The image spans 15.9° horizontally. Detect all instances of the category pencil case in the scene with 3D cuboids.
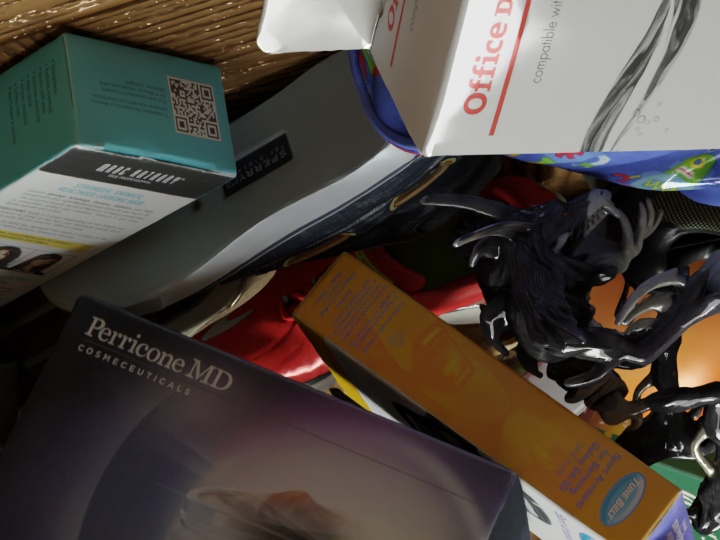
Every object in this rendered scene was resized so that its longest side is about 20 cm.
[{"bbox_3d":[0.089,-0.073,0.996,0.200,0.078,0.087,7,171,-43],"label":"pencil case"}]

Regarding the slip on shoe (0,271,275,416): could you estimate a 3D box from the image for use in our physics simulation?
[{"bbox_3d":[-0.126,0.018,1.183,0.200,0.076,0.061,-27,167,27],"label":"slip on shoe"}]

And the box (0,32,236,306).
[{"bbox_3d":[-0.147,-0.030,1.050,0.082,0.049,0.200,9,154,-44],"label":"box"}]

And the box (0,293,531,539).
[{"bbox_3d":[-0.061,0.145,1.043,0.200,0.199,0.123,21,163,13],"label":"box"}]

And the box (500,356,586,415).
[{"bbox_3d":[0.031,0.102,1.276,0.144,0.036,0.200,-41,-179,-11],"label":"box"}]

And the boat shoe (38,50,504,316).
[{"bbox_3d":[-0.036,-0.025,1.081,0.200,0.071,0.091,-24,156,26],"label":"boat shoe"}]

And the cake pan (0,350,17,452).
[{"bbox_3d":[-0.236,0.040,1.100,0.200,0.037,0.200,11,-178,0],"label":"cake pan"}]

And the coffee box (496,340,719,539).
[{"bbox_3d":[0.155,0.104,1.410,0.200,0.044,0.123,18,159,31],"label":"coffee box"}]

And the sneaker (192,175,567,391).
[{"bbox_3d":[0.000,0.000,1.183,0.200,0.077,0.085,-22,163,3],"label":"sneaker"}]

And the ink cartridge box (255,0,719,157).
[{"bbox_3d":[0.076,-0.102,0.855,0.200,0.068,0.116,-3,129,-19],"label":"ink cartridge box"}]

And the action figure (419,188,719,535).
[{"bbox_3d":[0.109,0.017,1.055,0.102,0.119,0.200,-44,127,-3],"label":"action figure"}]

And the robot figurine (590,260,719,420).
[{"bbox_3d":[0.172,0.022,1.262,0.144,0.117,0.200,18,-177,40],"label":"robot figurine"}]

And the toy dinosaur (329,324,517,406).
[{"bbox_3d":[0.031,0.039,1.330,0.101,0.058,0.200,-19,160,22],"label":"toy dinosaur"}]

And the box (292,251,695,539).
[{"bbox_3d":[0.069,0.077,1.081,0.041,0.200,0.119,-53,160,-9],"label":"box"}]

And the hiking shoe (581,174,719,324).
[{"bbox_3d":[0.201,-0.034,1.132,0.200,0.101,0.076,-14,163,16],"label":"hiking shoe"}]
